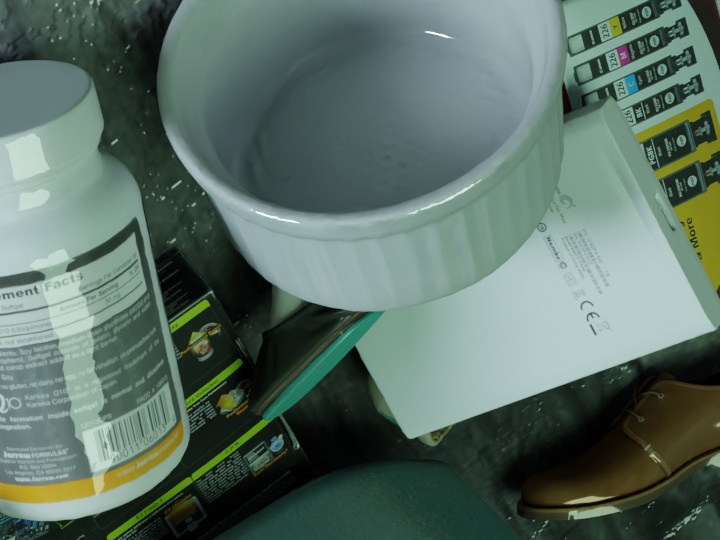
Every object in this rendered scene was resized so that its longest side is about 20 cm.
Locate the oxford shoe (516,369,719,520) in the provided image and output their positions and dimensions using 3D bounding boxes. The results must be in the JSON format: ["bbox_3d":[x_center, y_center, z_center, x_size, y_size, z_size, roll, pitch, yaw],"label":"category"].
[{"bbox_3d":[0.181,0.106,1.671,0.199,0.071,0.072,-22,106,-23],"label":"oxford shoe"}]

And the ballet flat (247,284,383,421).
[{"bbox_3d":[0.000,0.000,1.370,0.200,0.069,0.068,-39,174,28],"label":"ballet flat"}]

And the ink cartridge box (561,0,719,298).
[{"bbox_3d":[0.138,-0.066,1.407,0.175,0.084,0.201,-26,110,-22],"label":"ink cartridge box"}]

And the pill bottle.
[{"bbox_3d":[-0.154,0.009,1.252,0.116,0.116,0.201,-22,119,-23],"label":"pill bottle"}]

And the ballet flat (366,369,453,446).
[{"bbox_3d":[0.092,0.023,1.487,0.200,0.070,0.069,-44,139,4],"label":"ballet flat"}]

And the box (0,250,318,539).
[{"bbox_3d":[-0.137,0.114,1.425,0.199,0.048,0.194,-36,136,-8],"label":"box"}]

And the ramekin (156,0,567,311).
[{"bbox_3d":[0.007,-0.077,1.275,0.200,0.201,0.098,-34,146,-11],"label":"ramekin"}]

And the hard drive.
[{"bbox_3d":[0.078,0.002,1.384,0.133,0.199,0.026,61,34,-11],"label":"hard drive"}]

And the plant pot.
[{"bbox_3d":[0.008,0.223,1.498,0.200,0.196,0.196,-37,163,-34],"label":"plant pot"}]
